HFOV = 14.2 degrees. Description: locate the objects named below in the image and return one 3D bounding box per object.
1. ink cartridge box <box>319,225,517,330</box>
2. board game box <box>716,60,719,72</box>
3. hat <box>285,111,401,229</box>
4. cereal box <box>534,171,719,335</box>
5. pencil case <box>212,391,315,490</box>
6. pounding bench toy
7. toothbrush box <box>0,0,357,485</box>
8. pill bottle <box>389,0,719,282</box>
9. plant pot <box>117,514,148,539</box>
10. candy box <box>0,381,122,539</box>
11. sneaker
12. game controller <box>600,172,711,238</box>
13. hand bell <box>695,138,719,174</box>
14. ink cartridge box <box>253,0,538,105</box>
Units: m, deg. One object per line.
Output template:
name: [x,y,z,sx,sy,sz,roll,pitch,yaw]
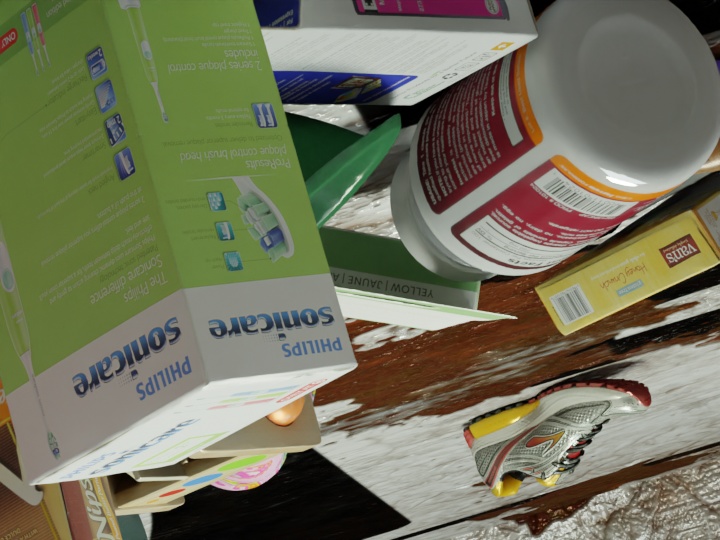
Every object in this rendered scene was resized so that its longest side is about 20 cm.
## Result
ink cartridge box: [0.000,0.000,1.644,0.145,0.048,0.200,9,173,-12]
board game box: [0.137,-0.067,1.717,0.134,0.045,0.200,-5,163,-41]
hat: [-0.105,-0.070,1.426,0.200,0.176,0.166,-40,174,-46]
cereal box: [0.212,-0.037,1.702,0.200,0.040,0.144,-33,-178,-42]
pencil case: [-0.080,0.104,2.105,0.087,0.088,0.200,-13,166,-13]
pounding bench toy: [-0.099,0.073,1.849,0.156,0.125,0.200,-25,165,34]
toothbrush box: [-0.100,-0.026,1.240,0.086,0.201,0.145,-5,163,-40]
pill bottle: [0.095,-0.065,1.518,0.113,0.113,0.200,-9,166,-29]
plant pot: [-0.258,0.182,2.102,0.199,0.135,0.200,-15,168,-3]
candy box: [-0.235,0.139,1.596,0.199,0.116,0.055,-21,167,23]
sneaker: [0.189,0.152,2.654,0.200,0.082,0.078,-27,164,38]
game controller: [0.161,-0.056,1.624,0.104,0.042,0.200,-24,176,-41]
hand bell: [0.250,-0.101,1.502,0.199,0.104,0.104,-27,166,10]
ink cartridge box: [-0.015,-0.108,1.370,0.200,0.037,0.095,-6,165,-46]
